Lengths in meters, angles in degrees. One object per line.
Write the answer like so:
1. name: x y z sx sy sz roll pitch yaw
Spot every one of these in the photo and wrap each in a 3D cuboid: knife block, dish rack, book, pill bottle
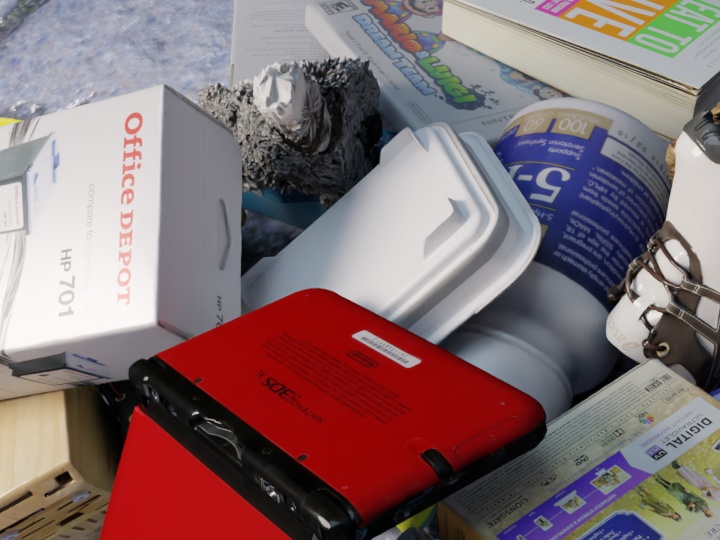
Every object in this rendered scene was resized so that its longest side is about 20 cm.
1. knife block: -0.206 0.087 0.829 0.064 0.200 0.176 -30 73 -1
2. dish rack: 0.000 0.000 0.759 0.200 0.044 0.172 -42 30 12
3. book: 0.177 -0.173 0.925 0.200 0.048 0.134 28 49 27
4. pill bottle: 0.107 0.006 0.778 0.120 0.120 0.200 6 53 32

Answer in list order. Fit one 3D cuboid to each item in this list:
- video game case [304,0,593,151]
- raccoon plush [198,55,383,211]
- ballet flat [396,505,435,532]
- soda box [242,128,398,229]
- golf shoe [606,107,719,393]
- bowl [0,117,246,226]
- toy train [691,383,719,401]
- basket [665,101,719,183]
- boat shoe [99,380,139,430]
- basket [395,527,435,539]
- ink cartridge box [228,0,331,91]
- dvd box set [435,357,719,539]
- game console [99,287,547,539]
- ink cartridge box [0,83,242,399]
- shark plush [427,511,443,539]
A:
1. video game case: 0.083 -0.151 0.940 0.182 0.024 0.200 -15 45 -23
2. raccoon plush: -0.069 -0.106 0.835 0.134 0.200 0.097 6 73 18
3. ballet flat: -0.032 0.110 0.799 0.200 0.067 0.067 16 87 36
4. soda box: -0.019 -0.067 0.949 0.200 0.068 0.064 20 60 39
5. golf shoe: 0.172 0.009 0.679 0.094 0.200 0.078 -23 43 -1
6. bowl: -0.192 -0.022 0.930 0.200 0.200 0.108 12 80 35
7. toy train: 0.184 0.121 0.667 0.200 0.085 0.116 -26 56 3
8. basket: 0.288 -0.044 0.715 0.149 0.143 0.200 -38 44 -9
9. boat shoe: -0.110 0.126 0.807 0.063 0.074 0.201 -29 42 -5
10. basket: 0.060 0.224 0.573 0.123 0.136 0.200 -48 45 -8
11. ink cartridge box: -0.003 -0.185 1.031 0.197 0.047 0.200 -1 47 -1
12. dvd box set: 0.151 0.127 0.561 0.146 0.029 0.200 -29 45 -28
13. game console: -0.029 0.111 0.618 0.172 0.119 0.200 -24 28 -26
14. ink cartridge box: -0.177 -0.010 0.768 0.200 0.086 0.147 -11 68 24
15. shark plush: 0.131 0.142 0.605 0.200 0.083 0.091 31 101 19
